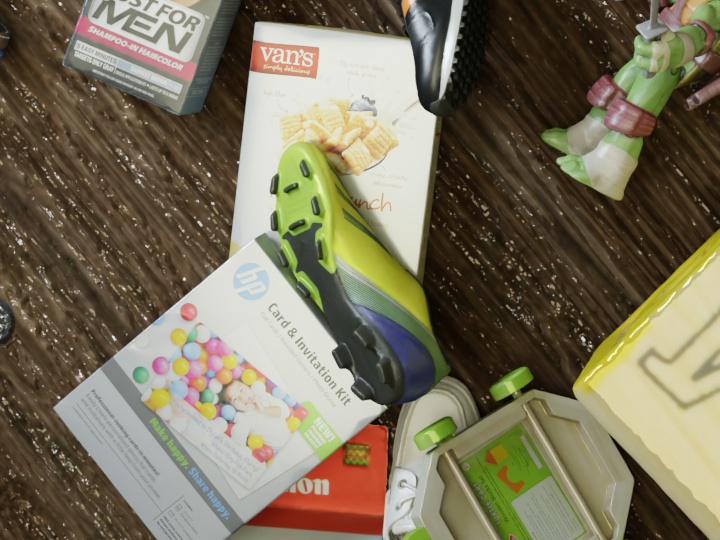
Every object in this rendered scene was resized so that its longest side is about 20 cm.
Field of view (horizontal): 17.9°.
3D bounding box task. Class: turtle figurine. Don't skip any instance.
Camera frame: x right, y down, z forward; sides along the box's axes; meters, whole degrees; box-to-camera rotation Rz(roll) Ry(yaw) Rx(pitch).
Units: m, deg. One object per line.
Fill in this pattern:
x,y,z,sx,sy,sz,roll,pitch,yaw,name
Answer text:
0.177,-0.163,1.559,0.144,0.199,0.195,44,110,39,turtle figurine

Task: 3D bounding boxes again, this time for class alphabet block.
0.283,0.074,1.537,0.196,0.195,0.200,-44,88,11,alphabet block

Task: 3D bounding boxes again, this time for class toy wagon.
0.096,0.171,1.618,0.199,0.040,0.156,-31,90,-16,toy wagon

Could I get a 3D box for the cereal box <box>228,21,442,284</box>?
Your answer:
-0.017,-0.074,1.658,0.142,0.040,0.202,7,98,9,cereal box

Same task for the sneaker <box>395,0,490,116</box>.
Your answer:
0.042,-0.203,1.604,0.089,0.070,0.202,2,76,17,sneaker

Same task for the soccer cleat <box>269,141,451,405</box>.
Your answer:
0.000,0.001,1.619,0.065,0.083,0.201,-37,74,47,soccer cleat

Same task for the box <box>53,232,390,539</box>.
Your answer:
-0.099,0.096,1.655,0.200,0.041,0.156,-39,90,12,box

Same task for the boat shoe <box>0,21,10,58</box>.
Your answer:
-0.322,-0.241,1.687,0.072,0.072,0.200,-44,86,11,boat shoe

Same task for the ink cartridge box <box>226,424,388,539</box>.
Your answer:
-0.060,0.213,1.695,0.161,0.050,0.202,3,100,11,ink cartridge box

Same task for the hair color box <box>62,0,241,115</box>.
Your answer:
-0.132,-0.225,1.655,0.098,0.061,0.202,23,100,9,hair color box

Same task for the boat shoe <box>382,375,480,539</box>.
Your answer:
0.051,0.178,1.657,0.070,0.069,0.202,3,96,13,boat shoe
